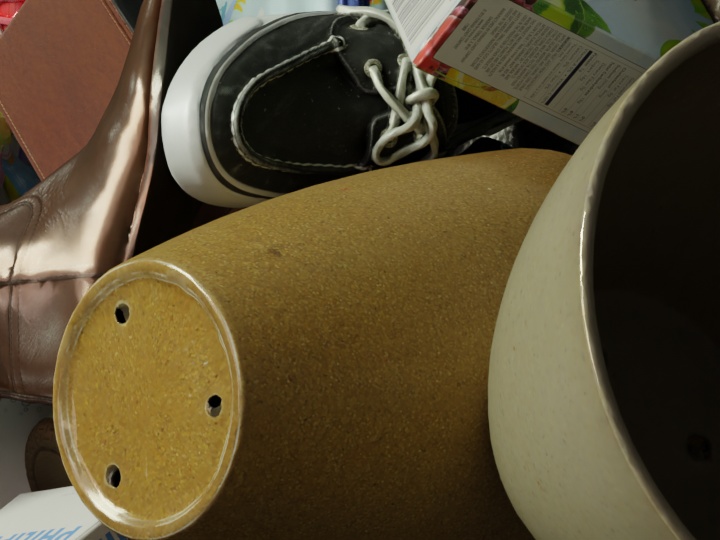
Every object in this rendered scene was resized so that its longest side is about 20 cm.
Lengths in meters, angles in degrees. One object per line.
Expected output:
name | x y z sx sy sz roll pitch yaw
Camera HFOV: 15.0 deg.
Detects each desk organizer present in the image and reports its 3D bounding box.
desk organizer | -0.086 -0.051 1.157 0.077 0.072 0.200 -51 45 17

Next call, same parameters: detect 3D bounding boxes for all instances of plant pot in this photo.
plant pot | -0.006 0.045 0.967 0.186 0.199 0.188 -2 87 43

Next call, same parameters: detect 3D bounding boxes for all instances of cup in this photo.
cup | 0.119 0.038 0.864 0.143 0.199 0.202 -34 44 57

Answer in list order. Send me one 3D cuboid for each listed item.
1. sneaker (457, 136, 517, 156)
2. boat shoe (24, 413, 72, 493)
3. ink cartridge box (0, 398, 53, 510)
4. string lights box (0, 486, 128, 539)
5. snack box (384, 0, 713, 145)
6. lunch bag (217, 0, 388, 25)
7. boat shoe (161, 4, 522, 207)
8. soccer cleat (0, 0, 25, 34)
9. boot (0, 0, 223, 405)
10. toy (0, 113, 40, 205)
sneaker | 0.000 0.000 1.158 0.199 0.073 0.082 -11 59 41
boat shoe | -0.044 0.118 1.077 0.200 0.076 0.072 42 143 13
ink cartridge box | -0.153 0.056 1.179 0.146 0.199 0.085 -80 15 -86
string lights box | -0.075 0.181 1.047 0.059 0.201 0.102 -37 16 -36
snack box | 0.061 -0.128 1.067 0.053 0.142 0.201 -49 37 24
lunch bag | -0.039 -0.090 1.251 0.200 0.082 0.162 -30 51 45
boat shoe | 0.009 -0.068 1.062 0.068 0.199 0.074 -1 96 42
soccer cleat | -0.155 -0.117 1.332 0.066 0.201 0.077 -9 36 32
boot | -0.154 -0.029 1.068 0.199 0.064 0.188 -4 65 23
toy | -0.189 -0.083 1.371 0.047 0.200 0.116 -14 48 15
